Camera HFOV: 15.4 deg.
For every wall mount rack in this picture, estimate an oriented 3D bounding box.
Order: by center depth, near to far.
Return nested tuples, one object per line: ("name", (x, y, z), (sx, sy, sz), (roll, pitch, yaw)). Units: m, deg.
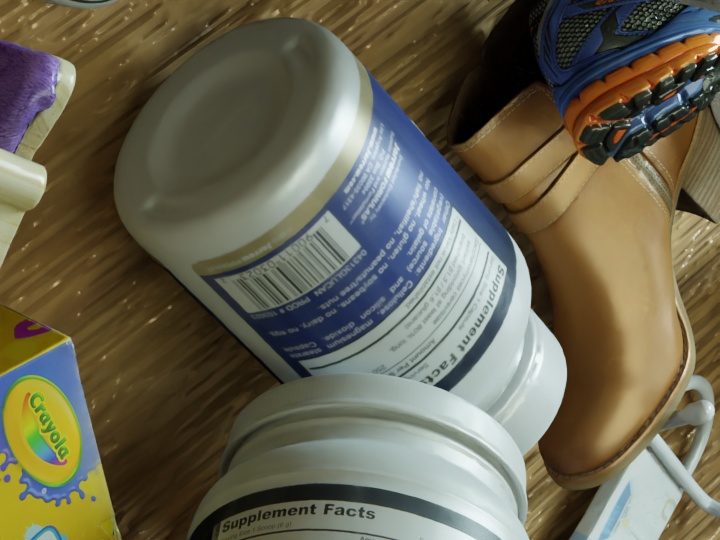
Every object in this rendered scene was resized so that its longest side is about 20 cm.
("wall mount rack", (0.131, 0.135, 1.251), (0.201, 0.074, 0.174), (-59, 146, -12))

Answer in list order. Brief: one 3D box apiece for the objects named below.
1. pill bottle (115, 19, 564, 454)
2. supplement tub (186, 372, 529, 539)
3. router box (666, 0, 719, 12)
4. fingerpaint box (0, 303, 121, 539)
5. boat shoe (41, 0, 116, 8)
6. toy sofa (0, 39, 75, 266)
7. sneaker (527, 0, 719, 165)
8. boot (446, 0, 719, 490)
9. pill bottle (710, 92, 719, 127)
("pill bottle", (0.000, 0.000, 1.087), (0.111, 0.111, 0.200), (-55, 130, -15))
("supplement tub", (-0.006, 0.156, 1.017), (0.140, 0.140, 0.201), (47, 39, -38))
("router box", (0.124, -0.167, 1.098), (0.149, 0.199, 0.051), (-28, 120, -33))
("fingerpaint box", (-0.172, 0.137, 1.012), (0.166, 0.073, 0.201), (-29, 121, -31))
("boat shoe", (-0.130, -0.171, 0.969), (0.074, 0.068, 0.200), (-46, 127, -21))
("toy sofa", (-0.185, -0.056, 0.866), (0.083, 0.200, 0.098), (22, 94, -41))
("sneaker", (0.157, -0.128, 1.137), (0.199, 0.079, 0.075), (-30, 160, -18))
("boot", (0.094, -0.017, 1.193), (0.155, 0.076, 0.201), (36, 76, -42))
("pill bottle", (0.243, -0.130, 1.252), (0.200, 0.110, 0.111), (-47, 127, -31))
